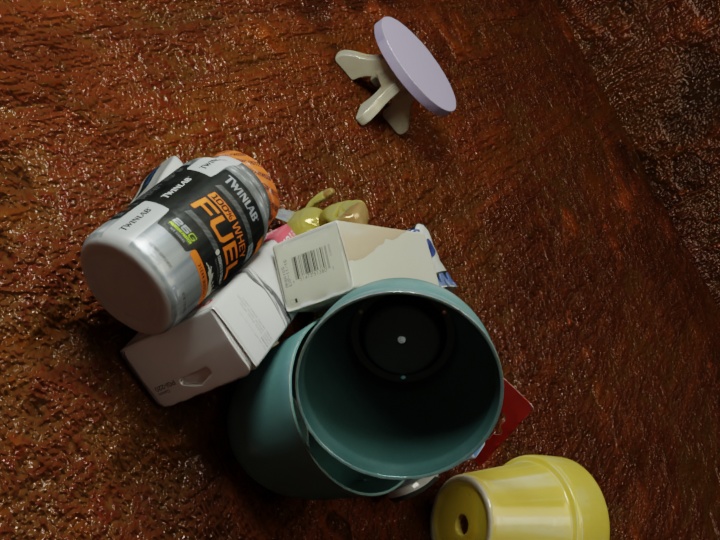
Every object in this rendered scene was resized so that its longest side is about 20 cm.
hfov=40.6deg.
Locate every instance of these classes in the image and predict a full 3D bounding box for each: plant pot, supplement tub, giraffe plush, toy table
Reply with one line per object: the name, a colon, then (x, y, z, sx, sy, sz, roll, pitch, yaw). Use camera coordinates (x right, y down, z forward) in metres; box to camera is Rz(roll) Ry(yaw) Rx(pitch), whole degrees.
plant pot: (0.206, 0.353, 1.344, 0.189, 0.201, 0.201, 12, 56, -32)
supplement tub: (-0.179, -0.036, 1.006, 0.123, 0.122, 0.200, 54, 48, -14)
giraffe plush: (-0.047, 0.005, 1.284, 0.162, 0.172, 0.200, 60, -4, -24)
plant pot: (0.041, 0.090, 0.989, 0.200, 0.200, 0.134, 54, 16, -14)
toy table: (0.059, -0.327, 1.682, 0.200, 0.117, 0.184, 53, 33, -14)
plant pot: (-0.054, 0.167, 1.098, 0.200, 0.161, 0.201, 23, 55, -38)

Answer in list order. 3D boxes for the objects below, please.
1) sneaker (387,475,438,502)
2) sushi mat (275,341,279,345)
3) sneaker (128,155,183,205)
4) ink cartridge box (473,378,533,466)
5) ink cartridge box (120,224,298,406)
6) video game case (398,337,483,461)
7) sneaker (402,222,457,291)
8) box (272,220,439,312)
sneaker: (0.066, 0.218, 1.319, 0.121, 0.084, 0.200, 64, 23, -8)
sushi mat: (-0.066, 0.176, 1.229, 0.200, 0.012, 0.096, 48, 34, -22)
sneaker: (-0.216, -0.042, 1.114, 0.112, 0.073, 0.200, 48, 33, -21)
ink cartridge box: (0.097, 0.155, 1.224, 0.200, 0.162, 0.050, 43, 49, 13)
ink cartridge box: (-0.148, 0.047, 1.077, 0.085, 0.146, 0.200, 56, 32, -16)
video game case: (0.027, 0.160, 1.190, 0.200, 0.181, 0.045, 62, 31, -4)
sneaker: (0.071, -0.014, 1.518, 0.199, 0.080, 0.115, 7, 57, -61)
box: (0.000, 0.000, 1.109, 0.200, 0.095, 0.078, 4, 69, -60)
